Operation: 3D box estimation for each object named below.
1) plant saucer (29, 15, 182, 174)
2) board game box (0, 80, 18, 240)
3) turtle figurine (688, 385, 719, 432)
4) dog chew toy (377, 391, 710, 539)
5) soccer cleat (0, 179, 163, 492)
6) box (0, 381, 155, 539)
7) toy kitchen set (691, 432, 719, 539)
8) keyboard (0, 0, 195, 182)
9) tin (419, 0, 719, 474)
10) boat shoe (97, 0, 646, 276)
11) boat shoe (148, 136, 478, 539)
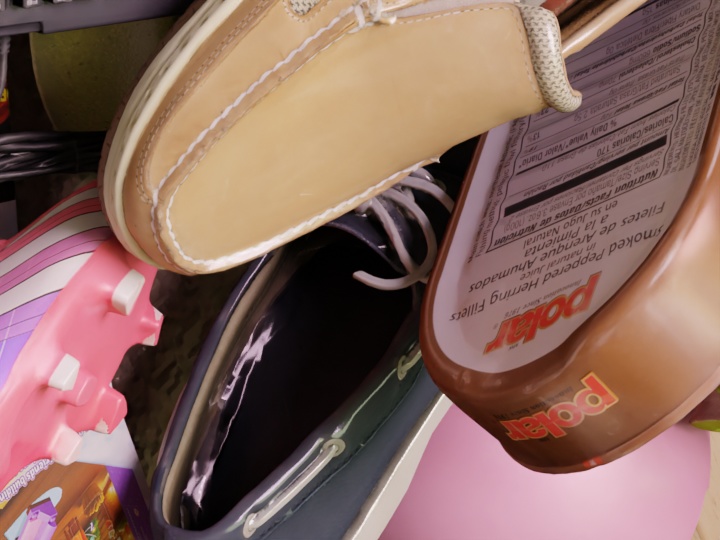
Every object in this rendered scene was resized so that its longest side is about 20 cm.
[{"bbox_3d":[-0.012,-0.106,0.831,0.200,0.031,0.201,-40,147,-32],"label":"plant saucer"},{"bbox_3d":[-0.167,-0.006,0.743,0.199,0.023,0.106,-16,110,-45],"label":"board game box"},{"bbox_3d":[0.126,-0.040,0.840,0.064,0.200,0.162,12,76,-14],"label":"turtle figurine"},{"bbox_3d":[0.052,0.007,0.915,0.124,0.124,0.201,21,73,-47],"label":"dog chew toy"},{"bbox_3d":[-0.111,0.033,0.753,0.067,0.076,0.200,103,15,-46],"label":"soccer cleat"},{"bbox_3d":[-0.124,0.133,0.798,0.200,0.039,0.138,-39,122,-37],"label":"box"},{"bbox_3d":[0.130,0.155,0.973,0.200,0.180,0.164,-45,128,-27],"label":"toy kitchen set"},{"bbox_3d":[-0.086,-0.068,0.738,0.199,0.021,0.128,-10,122,-25],"label":"keyboard"},{"bbox_3d":[0.075,-0.038,0.784,0.042,0.112,0.201,36,52,-22],"label":"tin"},{"bbox_3d":[0.025,-0.063,0.749,0.200,0.076,0.072,-42,139,-9],"label":"boat shoe"},{"bbox_3d":[0.000,0.000,0.838,0.201,0.075,0.062,-58,150,-11],"label":"boat shoe"}]
